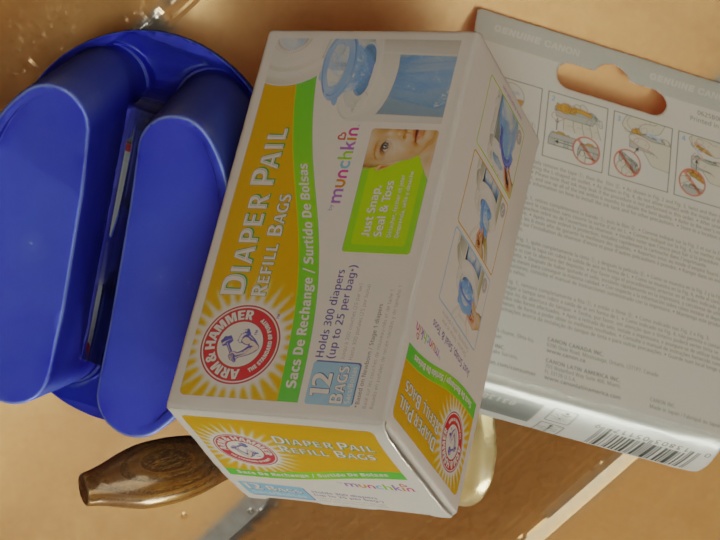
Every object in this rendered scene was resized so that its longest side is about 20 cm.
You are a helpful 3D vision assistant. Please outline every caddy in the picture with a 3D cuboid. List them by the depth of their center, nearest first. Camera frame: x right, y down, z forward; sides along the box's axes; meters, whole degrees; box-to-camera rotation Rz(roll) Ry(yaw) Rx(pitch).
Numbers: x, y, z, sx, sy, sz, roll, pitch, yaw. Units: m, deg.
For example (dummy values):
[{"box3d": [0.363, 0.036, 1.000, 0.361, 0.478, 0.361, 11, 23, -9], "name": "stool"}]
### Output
[{"box3d": [-0.116, -0.016, 1.257, 0.140, 0.105, 0.202, 15, 106, 10], "name": "caddy"}]

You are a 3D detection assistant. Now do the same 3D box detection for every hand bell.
[{"box3d": [-0.043, 0.086, 1.272, 0.199, 0.104, 0.105, -11, 110, -24], "name": "hand bell"}]

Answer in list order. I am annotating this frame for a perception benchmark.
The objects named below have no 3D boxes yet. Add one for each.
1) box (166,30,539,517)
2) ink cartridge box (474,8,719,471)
[{"box3d": [0.000, 0.000, 1.184, 0.112, 0.201, 0.101, 2, 153, 23], "name": "box"}, {"box3d": [0.113, -0.014, 1.292, 0.161, 0.201, 0.057, 16, 148, -16], "name": "ink cartridge box"}]
